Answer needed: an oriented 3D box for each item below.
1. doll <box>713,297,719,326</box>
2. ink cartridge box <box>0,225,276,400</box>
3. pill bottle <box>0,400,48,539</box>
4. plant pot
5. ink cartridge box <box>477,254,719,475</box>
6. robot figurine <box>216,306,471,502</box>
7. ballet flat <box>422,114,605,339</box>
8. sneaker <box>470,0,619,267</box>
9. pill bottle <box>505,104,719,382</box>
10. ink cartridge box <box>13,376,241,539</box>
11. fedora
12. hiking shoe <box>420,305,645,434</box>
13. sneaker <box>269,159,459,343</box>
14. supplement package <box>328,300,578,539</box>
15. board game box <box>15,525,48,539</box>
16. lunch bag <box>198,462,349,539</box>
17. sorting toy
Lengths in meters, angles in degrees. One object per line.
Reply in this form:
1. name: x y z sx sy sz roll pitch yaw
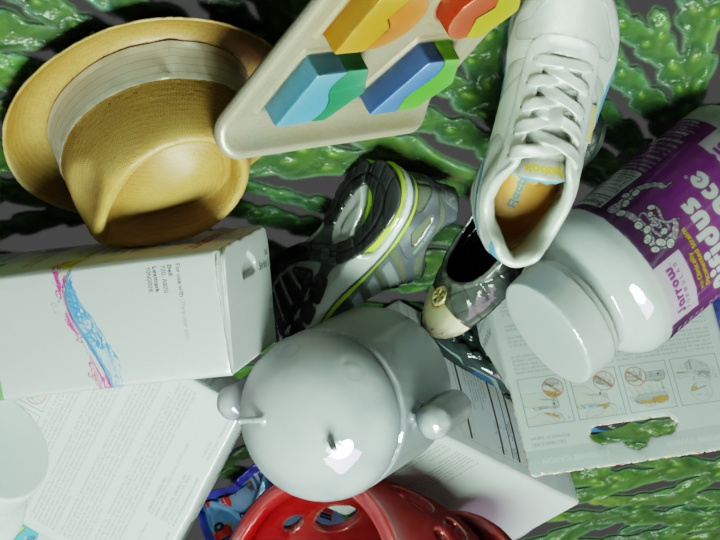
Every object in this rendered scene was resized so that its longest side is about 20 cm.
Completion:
1. doll: 0.236 0.026 1.784 0.199 0.049 0.137 5 148 -25
2. ink cartridge box: -0.166 0.028 1.524 0.198 0.085 0.145 -6 -174 10
3. pill bottle: -0.296 0.164 1.590 0.111 0.112 0.200 14 141 -34
4. plant pot: 0.019 0.256 1.694 0.182 0.201 0.200 18 136 -41
5. ink cartridge box: 0.170 0.051 1.646 0.161 0.201 0.057 -7 156 -8
6. robot figurine: -0.009 0.089 1.569 0.168 0.114 0.200 1 -171 23
7. ballet flat: 0.095 -0.040 1.597 0.057 0.067 0.201 17 113 -40
8. sneaker: 0.122 -0.098 1.491 0.076 0.081 0.201 9 116 -7
9. pill bottle: 0.197 -0.015 1.584 0.200 0.112 0.113 -38 152 -19
10. ink cartridge box: -0.195 0.110 1.648 0.199 0.057 0.163 30 106 6
11. fedora: -0.129 -0.074 1.478 0.199 0.082 0.201 -9 146 -6
12. hiking shoe: 0.126 0.080 1.774 0.199 0.075 0.087 24 145 -16
13. sneaker: 0.000 0.000 1.647 0.081 0.074 0.200 7 143 -34
14. supplement package: 0.056 0.130 1.808 0.121 0.120 0.200 -32 142 25
15. board game box: -0.293 0.219 1.881 0.199 0.047 0.151 7 141 -28
16. lunch bag: -0.042 0.272 1.908 0.094 0.201 0.150 -33 142 28
17. sorting toy: 0.024 -0.142 1.420 0.184 0.037 0.200 -12 150 -43
